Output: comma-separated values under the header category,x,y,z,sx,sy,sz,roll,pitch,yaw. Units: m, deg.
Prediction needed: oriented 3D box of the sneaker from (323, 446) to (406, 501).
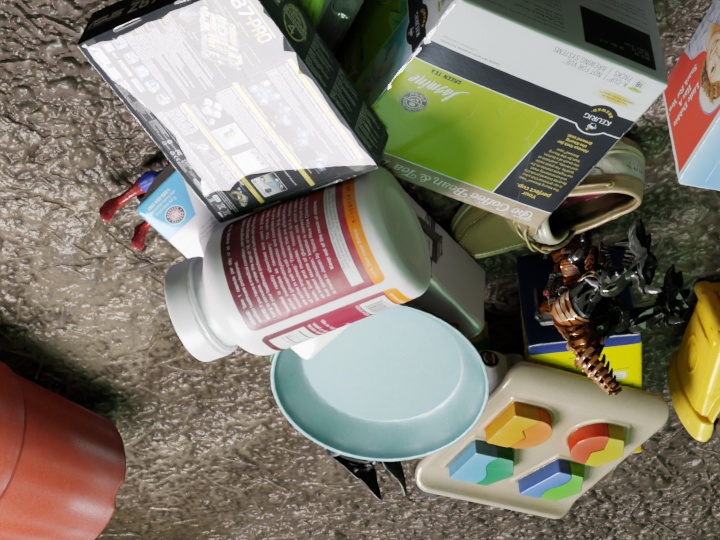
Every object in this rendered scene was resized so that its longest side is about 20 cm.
category,x,y,z,sx,sy,sz,roll,pitch,yaw
sneaker,-0.015,0.133,1.866,0.060,0.104,0.200,-20,137,18

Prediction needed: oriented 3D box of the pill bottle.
category,x,y,z,sx,sy,sz,roll,pitch,yaw
pill bottle,-0.053,0.000,1.561,0.200,0.113,0.113,-21,137,17

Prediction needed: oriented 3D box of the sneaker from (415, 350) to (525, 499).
category,x,y,z,sx,sy,sz,roll,pitch,yaw
sneaker,0.083,0.146,1.923,0.088,0.074,0.200,14,128,-18

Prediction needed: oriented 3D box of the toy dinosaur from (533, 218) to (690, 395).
category,x,y,z,sx,sy,sz,roll,pitch,yaw
toy dinosaur,0.222,0.032,1.756,0.135,0.200,0.102,-25,152,22

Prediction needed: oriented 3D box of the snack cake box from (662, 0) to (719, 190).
category,x,y,z,sx,sy,sz,roll,pitch,yaw
snack cake box,0.324,-0.172,1.589,0.067,0.115,0.200,9,139,-16

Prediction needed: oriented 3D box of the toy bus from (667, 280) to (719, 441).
category,x,y,z,sx,sy,sz,roll,pitch,yaw
toy bus,0.416,0.066,1.888,0.199,0.136,0.192,0,124,-8

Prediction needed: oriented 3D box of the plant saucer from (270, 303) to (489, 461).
category,x,y,z,sx,sy,sz,roll,pitch,yaw
plant saucer,0.019,0.093,1.765,0.199,0.036,0.200,3,131,3

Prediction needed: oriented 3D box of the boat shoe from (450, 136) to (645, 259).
category,x,y,z,sx,sy,sz,roll,pitch,yaw
boat shoe,0.168,-0.054,1.755,0.200,0.067,0.074,-27,136,29

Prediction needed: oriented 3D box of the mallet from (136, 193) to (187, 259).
category,x,y,z,sx,sy,sz,roll,pitch,yaw
mallet,-0.162,-0.006,1.820,0.066,0.041,0.200,-22,132,24

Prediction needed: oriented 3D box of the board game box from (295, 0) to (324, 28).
category,x,y,z,sx,sy,sz,roll,pitch,yaw
board game box,-0.077,-0.228,1.488,0.101,0.048,0.200,8,138,-12

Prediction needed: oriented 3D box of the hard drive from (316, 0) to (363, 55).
category,x,y,z,sx,sy,sz,roll,pitch,yaw
hard drive,-0.072,-0.222,1.562,0.139,0.038,0.200,13,136,-19

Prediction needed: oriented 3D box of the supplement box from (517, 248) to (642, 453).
category,x,y,z,sx,sy,sz,roll,pitch,yaw
supplement box,0.217,0.086,1.895,0.109,0.109,0.200,-6,141,3

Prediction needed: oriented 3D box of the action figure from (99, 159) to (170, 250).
category,x,y,z,sx,sy,sz,roll,pitch,yaw
action figure,-0.140,-0.089,1.697,0.200,0.052,0.065,-36,112,23

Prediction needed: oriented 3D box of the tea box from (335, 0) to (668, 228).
category,x,y,z,sx,sy,sz,roll,pitch,yaw
tea box,0.108,-0.165,1.567,0.200,0.134,0.197,19,134,-24

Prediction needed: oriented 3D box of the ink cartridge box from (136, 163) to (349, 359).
category,x,y,z,sx,sy,sz,roll,pitch,yaw
ink cartridge box,-0.077,-0.033,1.650,0.200,0.067,0.116,43,115,-13

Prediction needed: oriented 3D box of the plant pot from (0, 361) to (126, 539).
category,x,y,z,sx,sy,sz,roll,pitch,yaw
plant pot,-0.354,0.190,1.928,0.201,0.201,0.195,-32,141,30

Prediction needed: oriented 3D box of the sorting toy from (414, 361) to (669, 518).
category,x,y,z,sx,sy,sz,roll,pitch,yaw
sorting toy,0.176,0.174,1.877,0.185,0.037,0.200,15,135,-24

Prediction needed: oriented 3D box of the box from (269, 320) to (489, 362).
category,x,y,z,sx,sy,sz,roll,pitch,yaw
box,0.017,0.085,1.928,0.199,0.048,0.117,10,138,-14

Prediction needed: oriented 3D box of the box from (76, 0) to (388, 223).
category,x,y,z,sx,sy,sz,roll,pitch,yaw
box,-0.097,-0.139,1.496,0.161,0.049,0.200,-17,126,31

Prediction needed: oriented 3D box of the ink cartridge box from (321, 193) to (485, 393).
category,x,y,z,sx,sy,sz,roll,pitch,yaw
ink cartridge box,0.000,0.000,1.767,0.145,0.083,0.200,-31,121,28
